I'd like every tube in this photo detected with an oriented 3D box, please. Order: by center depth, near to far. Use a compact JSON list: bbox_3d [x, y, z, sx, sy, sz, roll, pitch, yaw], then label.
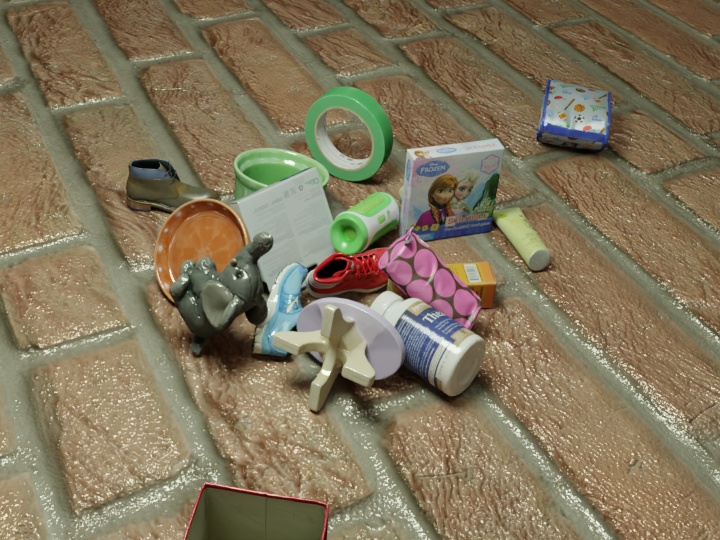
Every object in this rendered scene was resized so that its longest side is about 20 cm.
[{"bbox_3d":[0.327,-0.076,1.915,0.058,0.052,0.201,33,19,-32],"label":"tube"}]

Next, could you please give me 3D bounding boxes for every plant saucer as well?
[{"bbox_3d":[-0.286,-0.028,1.707,0.197,0.204,0.032,22,0,22],"label":"plant saucer"}]

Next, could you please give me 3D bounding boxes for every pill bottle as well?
[{"bbox_3d":[0.107,0.117,1.596,0.198,0.113,0.110,31,45,30],"label":"pill bottle"}]

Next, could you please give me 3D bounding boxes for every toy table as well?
[{"bbox_3d":[-0.037,0.127,1.532,0.196,0.188,0.117,9,20,24],"label":"toy table"}]

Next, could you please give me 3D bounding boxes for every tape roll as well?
[{"bbox_3d":[-0.026,-0.295,2.030,0.197,0.204,0.048,20,40,19],"label":"tape roll"}]

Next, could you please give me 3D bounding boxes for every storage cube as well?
[{"bbox_3d":[-0.134,0.402,1.160,0.167,0.183,0.202,8,37,5],"label":"storage cube"}]

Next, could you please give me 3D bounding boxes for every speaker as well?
[{"bbox_3d":[0.011,-0.095,1.844,0.087,0.090,0.200,18,24,17],"label":"speaker"}]

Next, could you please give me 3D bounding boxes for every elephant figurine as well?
[{"bbox_3d":[-0.215,0.039,1.554,0.197,0.157,0.142,-2,40,40],"label":"elephant figurine"}]

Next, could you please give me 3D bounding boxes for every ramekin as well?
[{"bbox_3d":[-0.166,-0.164,1.911,0.195,0.100,0.201,9,29,-5],"label":"ramekin"}]

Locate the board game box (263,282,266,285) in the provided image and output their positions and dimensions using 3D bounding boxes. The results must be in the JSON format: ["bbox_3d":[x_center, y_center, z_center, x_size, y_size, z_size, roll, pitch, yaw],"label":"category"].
[{"bbox_3d":[-0.221,-0.017,1.802,0.133,0.030,0.199,29,45,27],"label":"board game box"}]

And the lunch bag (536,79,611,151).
[{"bbox_3d":[0.507,-0.357,2.226,0.166,0.126,0.201,10,31,7],"label":"lunch bag"}]

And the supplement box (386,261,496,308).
[{"bbox_3d":[0.150,0.032,1.746,0.195,0.068,0.070,-2,41,-7],"label":"supplement box"}]

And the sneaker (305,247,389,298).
[{"bbox_3d":[0.000,0.000,1.719,0.196,0.116,0.080,-20,84,-13],"label":"sneaker"}]

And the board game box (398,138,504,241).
[{"bbox_3d":[0.180,-0.158,1.878,0.195,0.203,0.041,-10,39,-16],"label":"board game box"}]

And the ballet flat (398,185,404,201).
[{"bbox_3d":[0.172,-0.184,2.023,0.196,0.069,0.062,-14,31,-22],"label":"ballet flat"}]

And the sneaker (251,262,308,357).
[{"bbox_3d":[-0.126,0.077,1.665,0.088,0.079,0.203,19,52,0],"label":"sneaker"}]

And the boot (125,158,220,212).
[{"bbox_3d":[-0.388,-0.176,1.930,0.195,0.099,0.075,-1,38,-6],"label":"boot"}]

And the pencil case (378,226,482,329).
[{"bbox_3d":[0.129,0.022,1.658,0.200,0.090,0.094,44,63,-13],"label":"pencil case"}]

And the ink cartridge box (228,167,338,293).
[{"bbox_3d":[-0.134,-0.068,1.773,0.194,0.204,0.043,-28,17,-36],"label":"ink cartridge box"}]
